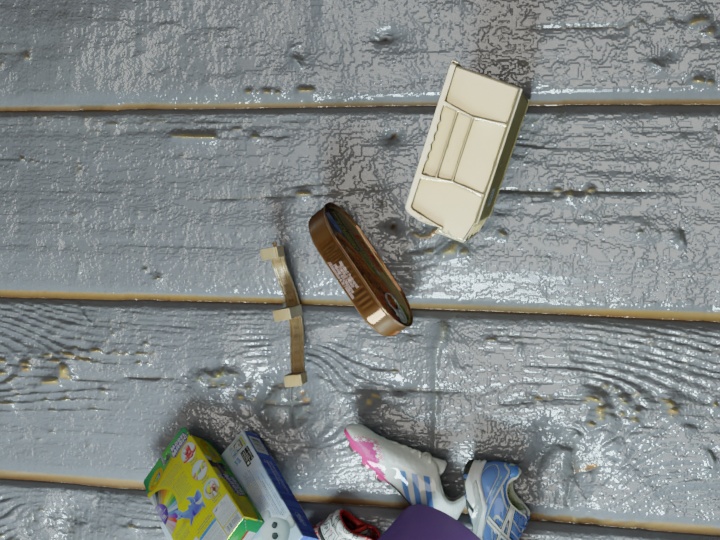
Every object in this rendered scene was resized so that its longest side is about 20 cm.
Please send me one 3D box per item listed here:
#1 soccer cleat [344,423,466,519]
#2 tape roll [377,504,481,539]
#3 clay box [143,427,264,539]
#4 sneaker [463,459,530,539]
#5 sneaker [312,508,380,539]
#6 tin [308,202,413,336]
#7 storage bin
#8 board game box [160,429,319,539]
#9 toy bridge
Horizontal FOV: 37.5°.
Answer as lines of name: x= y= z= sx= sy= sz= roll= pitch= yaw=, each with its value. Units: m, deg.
soccer cleat: x=0.066 y=0.271 z=1.469 sx=0.086 sy=0.070 sz=0.200 roll=-44 pitch=89 yaw=3
tape roll: x=0.106 y=0.412 z=1.396 sx=0.200 sy=0.200 sz=0.085 roll=46 pitch=59 yaw=6
clay box: x=-0.225 y=0.324 z=1.488 sx=0.115 sy=0.047 sz=0.200 roll=-53 pitch=46 yaw=9
sneaker: x=0.191 y=0.355 z=1.435 sx=0.076 sy=0.076 sz=0.202 roll=-9 pitch=94 yaw=18
sneaker: x=0.004 y=0.432 z=1.491 sx=0.108 sy=0.067 sz=0.202 roll=-45 pitch=81 yaw=15
tin: x=0.000 y=0.000 z=1.437 sx=0.042 sy=0.112 sz=0.201 roll=-36 pitch=85 yaw=23
storage bin: x=0.138 y=-0.147 z=1.347 sx=0.093 sy=0.200 sz=0.200 roll=20 pitch=99 yaw=9
board game box: x=-0.175 y=0.367 z=1.490 sx=0.199 sy=0.043 sz=0.200 roll=-48 pitch=49 yaw=12
toy bridge: x=-0.102 y=0.059 z=1.487 sx=0.027 sy=0.067 sz=0.202 roll=-10 pitch=90 yaw=14
